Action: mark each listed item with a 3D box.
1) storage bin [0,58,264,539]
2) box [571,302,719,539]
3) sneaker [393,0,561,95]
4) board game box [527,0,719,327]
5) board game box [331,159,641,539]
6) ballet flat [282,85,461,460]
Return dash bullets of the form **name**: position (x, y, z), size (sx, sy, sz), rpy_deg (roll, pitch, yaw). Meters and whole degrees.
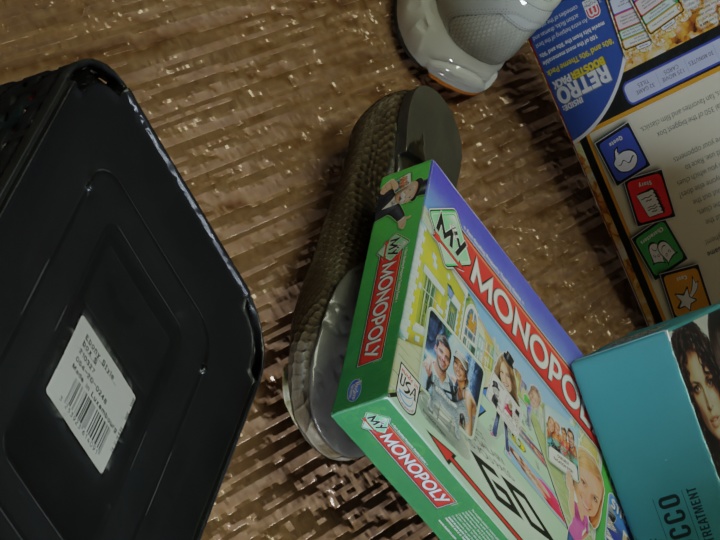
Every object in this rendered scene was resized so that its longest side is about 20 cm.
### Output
- **storage bin**: position (-0.118, 0.044, 0.750), size (0.136, 0.093, 0.200), rpy_deg (61, 29, -30)
- **box**: position (0.160, 0.120, 1.042), size (0.082, 0.049, 0.201), rpy_deg (-17, 87, -62)
- **sneaker**: position (0.065, -0.185, 1.174), size (0.075, 0.092, 0.201), rpy_deg (22, 47, -38)
- **board game box**: position (0.178, -0.059, 1.131), size (0.046, 0.151, 0.201), rpy_deg (-19, 86, -48)
- **board game box**: position (0.063, 0.069, 0.987), size (0.200, 0.029, 0.135), rpy_deg (50, 35, -32)
- **ballet flat**: position (0.000, 0.000, 1.003), size (0.067, 0.046, 0.201), rpy_deg (50, 39, -35)
